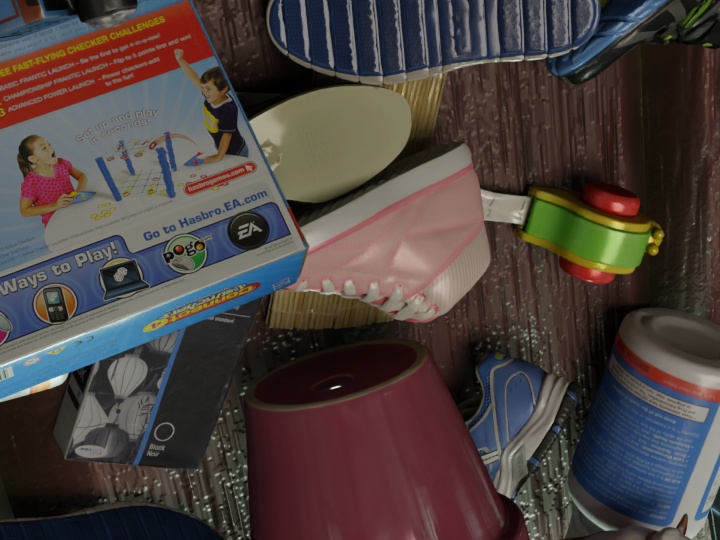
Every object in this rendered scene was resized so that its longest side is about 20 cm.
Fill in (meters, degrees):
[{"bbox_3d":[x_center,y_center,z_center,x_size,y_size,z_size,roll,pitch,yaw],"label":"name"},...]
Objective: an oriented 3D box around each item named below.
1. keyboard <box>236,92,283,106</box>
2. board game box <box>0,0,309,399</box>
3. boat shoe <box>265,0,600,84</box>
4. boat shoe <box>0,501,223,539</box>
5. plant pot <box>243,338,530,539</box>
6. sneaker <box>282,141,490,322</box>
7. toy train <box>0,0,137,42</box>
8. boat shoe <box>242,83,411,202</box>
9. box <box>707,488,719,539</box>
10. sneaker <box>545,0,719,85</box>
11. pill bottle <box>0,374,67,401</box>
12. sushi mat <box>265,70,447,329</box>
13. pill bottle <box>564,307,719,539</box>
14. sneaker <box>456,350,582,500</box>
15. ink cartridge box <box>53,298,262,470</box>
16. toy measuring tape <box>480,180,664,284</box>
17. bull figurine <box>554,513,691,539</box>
[{"bbox_3d":[-0.140,-0.083,0.939,0.200,0.011,0.056,-1,108,-26],"label":"keyboard"},{"bbox_3d":[-0.159,-0.052,0.842,0.200,0.196,0.056,-21,163,-15],"label":"board game box"},{"bbox_3d":[0.043,-0.156,0.950,0.200,0.072,0.072,1,110,2],"label":"boat shoe"},{"bbox_3d":[-0.184,0.204,1.041,0.200,0.072,0.072,6,130,-32],"label":"boat shoe"},{"bbox_3d":[0.005,0.151,1.040,0.200,0.200,0.179,-17,103,-17],"label":"plant pot"},{"bbox_3d":[0.000,0.000,0.978,0.200,0.075,0.105,-25,105,-26],"label":"sneaker"},{"bbox_3d":[-0.178,-0.211,0.778,0.114,0.087,0.200,-16,99,17],"label":"toy train"},{"bbox_3d":[-0.065,-0.071,0.940,0.201,0.063,0.074,-23,121,-19],"label":"boat shoe"},{"bbox_3d":[0.353,0.183,1.243,0.086,0.164,0.200,-25,125,-13],"label":"box"},{"bbox_3d":[0.215,-0.174,1.033,0.199,0.071,0.083,-31,120,-12],"label":"sneaker"},{"bbox_3d":[-0.275,0.038,0.881,0.200,0.110,0.110,-15,122,-19],"label":"pill bottle"},{"bbox_3d":[-0.003,-0.051,1.028,0.096,0.012,0.200,-2,118,-28],"label":"sushi mat"},{"bbox_3d":[0.223,0.139,1.186,0.112,0.112,0.200,4,114,-28],"label":"pill bottle"},{"bbox_3d":[0.088,0.142,1.155,0.077,0.076,0.200,33,118,8],"label":"sneaker"},{"bbox_3d":[-0.122,0.034,1.000,0.099,0.039,0.200,9,111,-29],"label":"ink cartridge box"},{"bbox_3d":[0.136,-0.029,1.070,0.200,0.074,0.074,6,114,-32],"label":"toy measuring tape"},{"bbox_3d":[0.173,0.239,1.150,0.200,0.065,0.122,-7,119,28],"label":"bull figurine"}]
